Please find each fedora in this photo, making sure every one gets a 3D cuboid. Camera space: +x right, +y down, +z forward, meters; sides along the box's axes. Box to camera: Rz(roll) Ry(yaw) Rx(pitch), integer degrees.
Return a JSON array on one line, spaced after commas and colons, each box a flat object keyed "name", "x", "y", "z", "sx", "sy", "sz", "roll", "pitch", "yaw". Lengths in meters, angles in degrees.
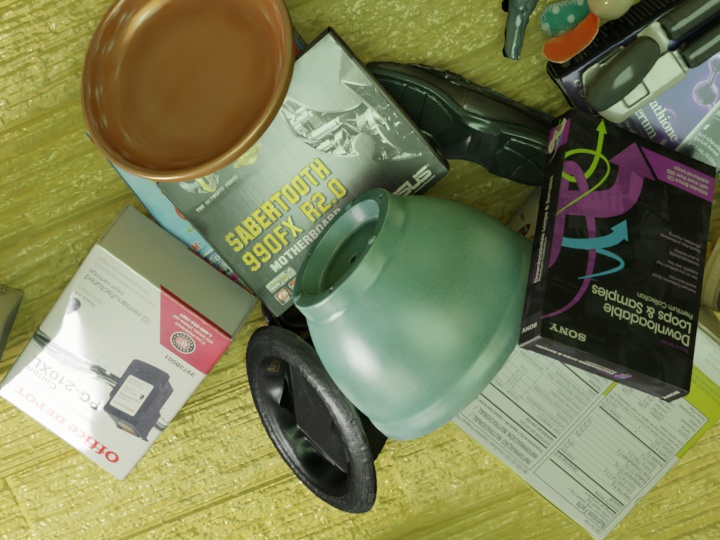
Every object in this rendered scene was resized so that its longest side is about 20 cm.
[{"name": "fedora", "x": -0.018, "y": 0.118, "z": 1.598, "sx": 0.091, "sy": 0.200, "sz": 0.201, "roll": -33, "pitch": 105, "yaw": -25}]

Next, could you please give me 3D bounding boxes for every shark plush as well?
[{"name": "shark plush", "x": 0.142, "y": -0.282, "z": 1.505, "sx": 0.091, "sy": 0.083, "sz": 0.201, "roll": 25, "pitch": 104, "yaw": -6}]

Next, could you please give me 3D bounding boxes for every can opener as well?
[{"name": "can opener", "x": 0.268, "y": -0.187, "z": 1.431, "sx": 0.200, "sy": 0.067, "sz": 0.053, "roll": -35, "pitch": 101, "yaw": 10}]

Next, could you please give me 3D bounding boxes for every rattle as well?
[{"name": "rattle", "x": 0.254, "y": -0.253, "z": 1.507, "sx": 0.142, "sy": 0.130, "sz": 0.201, "roll": 11, "pitch": 107, "yaw": -34}]

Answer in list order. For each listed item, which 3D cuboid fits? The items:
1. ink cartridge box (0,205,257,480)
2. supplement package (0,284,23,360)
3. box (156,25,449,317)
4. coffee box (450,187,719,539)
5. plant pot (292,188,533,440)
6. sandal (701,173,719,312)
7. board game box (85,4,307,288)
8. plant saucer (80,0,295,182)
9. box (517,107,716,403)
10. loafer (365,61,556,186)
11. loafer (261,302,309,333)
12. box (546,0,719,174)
[{"name": "ink cartridge box", "x": -0.208, "y": 0.067, "z": 1.576, "sx": 0.145, "sy": 0.084, "sz": 0.200, "roll": 36, "pitch": 121, "yaw": -5}, {"name": "supplement package", "x": -0.377, "y": 0.075, "z": 1.550, "sx": 0.113, "sy": 0.200, "sz": 0.110, "roll": 21, "pitch": 104, "yaw": -4}, {"name": "box", "x": -0.048, "y": -0.084, "z": 1.523, "sx": 0.200, "sy": 0.048, "sz": 0.159, "roll": -39, "pitch": 102, "yaw": 10}, {"name": "coffee box", "x": 0.185, "y": 0.071, "z": 1.542, "sx": 0.200, "sy": 0.200, "sz": 0.198, "roll": 39, "pitch": 102, "yaw": -11}, {"name": "plant pot", "x": 0.031, "y": 0.018, "z": 1.445, "sx": 0.134, "sy": 0.200, "sz": 0.200, "roll": 37, "pitch": 103, "yaw": -22}, {"name": "sandal", "x": 0.330, "y": -0.071, "z": 1.568, "sx": 0.069, "sy": 0.078, "sz": 0.212, "roll": 25, "pitch": 85, "yaw": 30}, {"name": "board game box", "x": -0.103, "y": -0.108, "z": 1.571, "sx": 0.200, "sy": 0.056, "sz": 0.196, "roll": -35, "pitch": 102, "yaw": 10}, {"name": "plant saucer", "x": -0.141, "y": -0.166, "z": 1.492, "sx": 0.199, "sy": 0.037, "sz": 0.201, "roll": -7, "pitch": 72, "yaw": 22}, {"name": "box", "x": 0.204, "y": -0.012, "z": 1.400, "sx": 0.142, "sy": 0.036, "sz": 0.201, "roll": 20, "pitch": 67, "yaw": -20}, {"name": "loafer", "x": 0.090, "y": -0.136, "z": 1.568, "sx": 0.199, "sy": 0.063, "sz": 0.072, "roll": 24, "pitch": 135, "yaw": 0}, {"name": "loafer", "x": 0.000, "y": 0.000, "z": 1.592, "sx": 0.199, "sy": 0.071, "sz": 0.073, "roll": -27, "pitch": 104, "yaw": 8}, {"name": "box", "x": 0.282, "y": -0.165, "z": 1.526, "sx": 0.200, "sy": 0.104, "sz": 0.148, "roll": -33, "pitch": 102, "yaw": 10}]
